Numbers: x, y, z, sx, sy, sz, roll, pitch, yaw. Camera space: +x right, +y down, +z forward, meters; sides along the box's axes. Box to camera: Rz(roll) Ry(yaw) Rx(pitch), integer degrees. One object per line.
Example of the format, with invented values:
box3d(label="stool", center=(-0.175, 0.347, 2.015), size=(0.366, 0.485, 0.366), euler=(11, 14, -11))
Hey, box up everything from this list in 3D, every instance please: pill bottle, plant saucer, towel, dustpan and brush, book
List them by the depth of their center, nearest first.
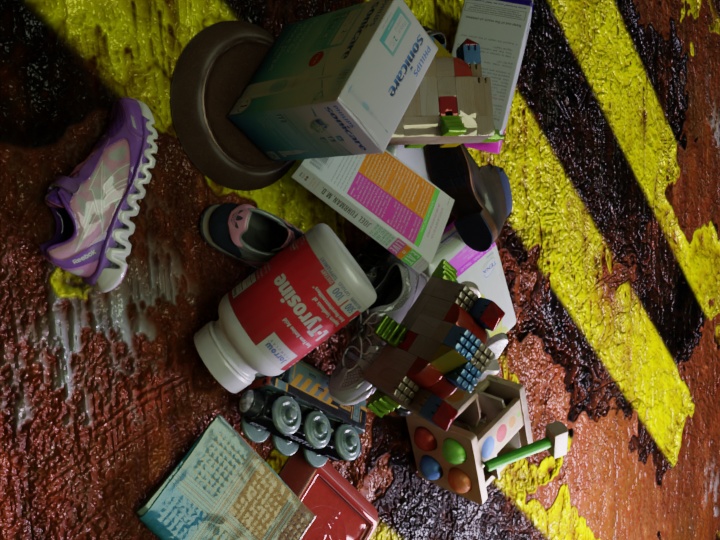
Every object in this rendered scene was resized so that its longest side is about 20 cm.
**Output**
box3d(label="pill bottle", center=(-0.089, 0.047, 0.890), size=(0.199, 0.112, 0.112), euler=(-37, 124, 4))
box3d(label="plant saucer", center=(-0.131, -0.197, 0.928), size=(0.199, 0.034, 0.203), euler=(-4, 96, -42))
box3d(label="towel", center=(-0.156, 0.293, 0.932), size=(0.147, 0.022, 0.201), euler=(-50, 115, -25))
box3d(label="book", center=(0.019, -0.100, 0.981), size=(0.199, 0.048, 0.134), euler=(37, 39, -11))
box3d(label="plant saucer", center=(-0.066, 0.366, 1.039), size=(0.200, 0.036, 0.200), euler=(51, 61, -33))
box3d(label="dustpan and brush", center=(0.036, -0.142, 1.083), size=(0.200, 0.057, 0.141), euler=(-45, 129, -39))

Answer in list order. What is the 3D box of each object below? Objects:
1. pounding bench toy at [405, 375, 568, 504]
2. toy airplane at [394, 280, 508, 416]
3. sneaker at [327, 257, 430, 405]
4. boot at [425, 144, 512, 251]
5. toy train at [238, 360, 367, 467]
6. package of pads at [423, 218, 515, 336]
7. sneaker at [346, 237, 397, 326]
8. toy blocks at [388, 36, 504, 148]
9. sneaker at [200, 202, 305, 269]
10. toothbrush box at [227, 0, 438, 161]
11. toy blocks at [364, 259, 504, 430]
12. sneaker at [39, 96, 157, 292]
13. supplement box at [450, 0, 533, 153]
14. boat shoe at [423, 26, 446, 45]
box3d(label="pounding bench toy", center=(0.187, 0.256, 1.147), size=(0.155, 0.199, 0.126), euler=(-34, 122, -36))
box3d(label="toy airplane", center=(0.102, 0.105, 1.081), size=(0.199, 0.142, 0.199), euler=(-39, 147, 6))
box3d(label="sneaker", center=(0.012, 0.072, 0.975), size=(0.082, 0.074, 0.201), euler=(45, 71, -41))
box3d(label="boot", center=(0.160, -0.137, 1.130), size=(0.097, 0.074, 0.202), euler=(-40, 113, -43))
box3d(label="toy train", center=(-0.070, 0.175, 0.985), size=(0.199, 0.085, 0.115), euler=(33, 49, -36))
box3d(label="package of pads", center=(0.158, 0.034, 1.197), size=(0.154, 0.068, 0.202), euler=(-35, 117, -34))
box3d(label="sneaker", center=(0.000, 0.000, 1.023), size=(0.199, 0.074, 0.107), euler=(-19, 128, -49))
box3d(label="toy blocks", center=(0.091, -0.237, 1.004), size=(0.197, 0.100, 0.139), euler=(-4, 89, -15))
box3d(label="sneaker", center=(-0.095, -0.027, 0.942), size=(0.199, 0.081, 0.071), euler=(19, 78, -43))
box3d(label="toothbrush box", center=(-0.033, -0.207, 0.860), size=(0.085, 0.199, 0.147), euler=(43, 66, -37))
box3d(label="toy blocks", center=(0.093, 0.091, 0.893), size=(0.100, 0.136, 0.201), euler=(40, 79, -26))
box3d(label="sneaker", center=(-0.268, -0.084, 0.783), size=(0.088, 0.080, 0.203), euler=(16, 84, -35))
box3d(label="supplement box", center=(0.182, -0.290, 1.141), size=(0.101, 0.102, 0.202), euler=(55, 48, -77))
box3d(label="boat shoe", center=(0.049, -0.274, 1.061), size=(0.201, 0.073, 0.075), euler=(-55, 126, -25))
